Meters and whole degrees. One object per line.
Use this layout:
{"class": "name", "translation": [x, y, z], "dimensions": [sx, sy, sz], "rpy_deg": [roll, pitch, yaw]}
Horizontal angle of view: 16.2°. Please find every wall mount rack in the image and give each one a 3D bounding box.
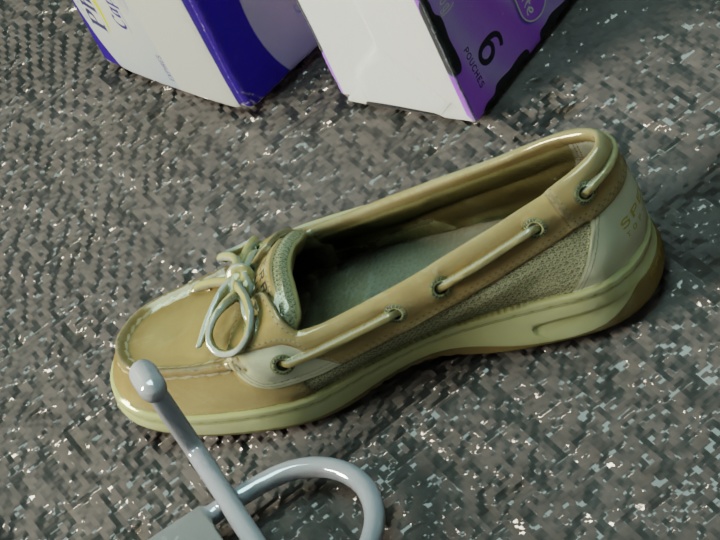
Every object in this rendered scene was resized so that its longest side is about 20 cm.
{"class": "wall mount rack", "translation": [-0.078, 0.118, 0.773], "dimensions": [0.200, 0.075, 0.174], "rpy_deg": [-34, 40, -5]}

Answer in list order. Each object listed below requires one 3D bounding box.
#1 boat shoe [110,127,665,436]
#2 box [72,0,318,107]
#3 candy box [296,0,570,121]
{"class": "boat shoe", "translation": [0.001, 0.002, 0.863], "dimensions": [0.200, 0.063, 0.073], "rpy_deg": [-13, 41, 18]}
{"class": "box", "translation": [-0.044, -0.201, 1.018], "dimensions": [0.105, 0.184, 0.200], "rpy_deg": [25, 62, 43]}
{"class": "candy box", "translation": [0.043, -0.188, 0.963], "dimensions": [0.071, 0.168, 0.200], "rpy_deg": [14, 55, 40]}
